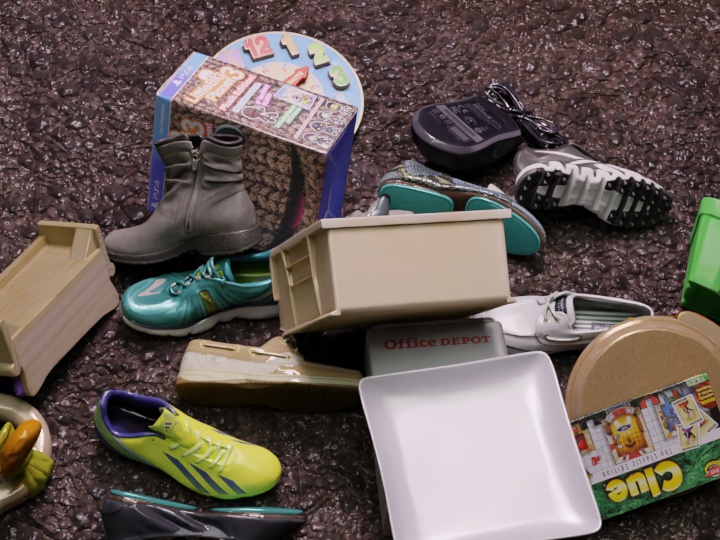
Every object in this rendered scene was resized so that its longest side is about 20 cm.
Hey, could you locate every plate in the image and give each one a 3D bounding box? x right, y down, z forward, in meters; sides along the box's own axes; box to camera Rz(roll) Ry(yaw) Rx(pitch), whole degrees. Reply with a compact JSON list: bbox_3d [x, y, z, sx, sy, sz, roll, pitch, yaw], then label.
[{"bbox_3d":[0.111,0.182,1.556,0.198,0.032,0.201,-8,58,-10],"label":"plate"}]

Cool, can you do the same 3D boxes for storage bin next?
[{"bbox_3d":[0.029,0.005,1.647,0.198,0.198,0.095,-4,83,-20],"label":"storage bin"}]

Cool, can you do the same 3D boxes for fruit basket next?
[{"bbox_3d":[0.462,-0.026,1.764,0.214,0.156,0.217,-2,71,5],"label":"fruit basket"}]

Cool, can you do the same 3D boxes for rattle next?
[{"bbox_3d":[-0.395,0.139,1.595,0.130,0.143,0.200,-36,69,-4],"label":"rattle"}]

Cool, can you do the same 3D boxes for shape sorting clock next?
[{"bbox_3d":[-0.095,-0.203,1.905,0.198,0.039,0.201,1,55,-2],"label":"shape sorting clock"}]

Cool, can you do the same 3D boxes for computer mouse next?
[{"bbox_3d":[0.134,-0.152,1.865,0.199,0.053,0.139,-14,50,-40],"label":"computer mouse"}]

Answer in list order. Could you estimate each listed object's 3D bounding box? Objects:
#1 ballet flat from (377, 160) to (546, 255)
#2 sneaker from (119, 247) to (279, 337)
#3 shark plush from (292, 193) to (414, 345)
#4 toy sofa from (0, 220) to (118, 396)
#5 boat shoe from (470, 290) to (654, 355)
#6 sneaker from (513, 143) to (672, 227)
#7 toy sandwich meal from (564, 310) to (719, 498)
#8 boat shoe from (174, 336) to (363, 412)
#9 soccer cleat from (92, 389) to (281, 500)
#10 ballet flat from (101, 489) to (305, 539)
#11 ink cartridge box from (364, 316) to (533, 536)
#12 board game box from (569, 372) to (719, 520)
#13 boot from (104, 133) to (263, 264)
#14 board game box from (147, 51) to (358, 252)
[{"bbox_3d":[0.119,-0.078,1.819,0.199,0.074,0.075,21,56,7],"label":"ballet flat"},{"bbox_3d":[-0.160,0.013,1.727,0.198,0.080,0.078,-13,57,-11],"label":"sneaker"},{"bbox_3d":[0.000,0.000,1.758,0.083,0.091,0.200,45,55,-9],"label":"shark plush"},{"bbox_3d":[-0.340,0.039,1.679,0.082,0.098,0.200,4,35,26],"label":"toy sofa"},{"bbox_3d":[0.217,0.048,1.734,0.198,0.067,0.074,0,55,-4],"label":"boat shoe"},{"bbox_3d":[0.259,-0.104,1.831,0.198,0.067,0.091,9,34,-18],"label":"sneaker"},{"bbox_3d":[0.304,0.135,1.671,0.203,0.070,0.207,0,87,0],"label":"toy sandwich meal"},{"bbox_3d":[-0.090,0.102,1.674,0.198,0.074,0.067,5,60,0],"label":"boat shoe"},{"bbox_3d":[-0.175,0.172,1.613,0.199,0.084,0.065,18,56,8],"label":"soccer cleat"},{"bbox_3d":[-0.154,0.257,1.574,0.198,0.073,0.074,7,55,-6],"label":"ballet flat"},{"bbox_3d":[0.085,0.157,1.640,0.144,0.084,0.201,-3,57,-6],"label":"ink cartridge box"},{"bbox_3d":[0.270,0.184,1.620,0.199,0.023,0.106,-20,89,-3],"label":"board game box"},{"bbox_3d":[-0.198,-0.081,1.727,0.199,0.132,0.068,-6,15,27],"label":"boot"},{"bbox_3d":[-0.119,-0.120,1.761,0.199,0.160,0.097,19,40,11],"label":"board game box"}]
